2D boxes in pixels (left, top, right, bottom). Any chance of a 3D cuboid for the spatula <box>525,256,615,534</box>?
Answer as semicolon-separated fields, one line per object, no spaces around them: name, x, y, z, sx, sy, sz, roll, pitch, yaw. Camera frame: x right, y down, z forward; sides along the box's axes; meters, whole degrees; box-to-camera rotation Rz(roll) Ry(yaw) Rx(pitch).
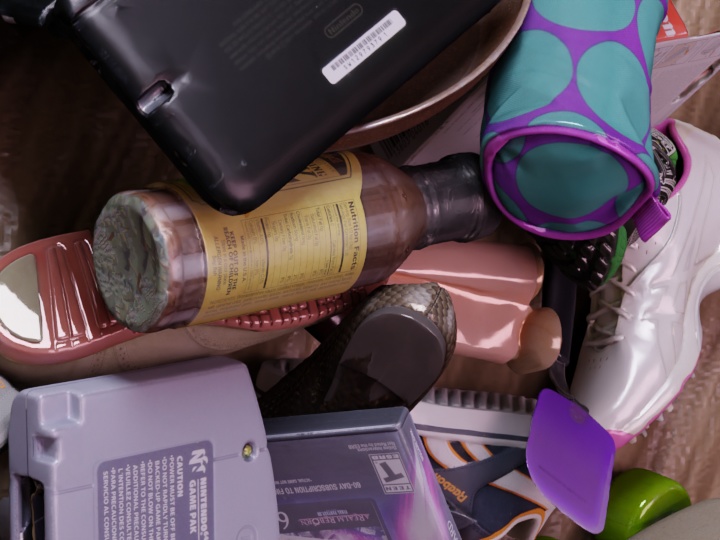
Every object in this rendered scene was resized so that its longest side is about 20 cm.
spatula;0.103;0.051;1.520;0.056;0.021;0.200;37;28;-24

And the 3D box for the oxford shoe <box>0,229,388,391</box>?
oxford shoe;-0.084;0.012;1.361;0.199;0.074;0.071;-7;65;-22

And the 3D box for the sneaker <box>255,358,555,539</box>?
sneaker;0.028;0.096;1.493;0.199;0.078;0.080;13;97;-35

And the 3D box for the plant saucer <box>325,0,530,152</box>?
plant saucer;-0.019;-0.113;1.360;0.200;0.200;0.037;-42;141;-30

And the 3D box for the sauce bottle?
sauce bottle;-0.023;-0.019;1.319;0.199;0.065;0.065;-12;103;-40

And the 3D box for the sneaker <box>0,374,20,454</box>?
sneaker;-0.205;0.123;1.277;0.079;0.074;0.201;32;72;-8

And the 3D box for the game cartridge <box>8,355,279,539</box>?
game cartridge;-0.094;0.142;1.328;0.133;0.041;0.201;-7;102;-39

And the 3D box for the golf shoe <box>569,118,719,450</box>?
golf shoe;0.148;0.007;1.601;0.092;0.075;0.201;44;60;-25

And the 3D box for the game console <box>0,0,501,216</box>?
game console;-0.062;-0.128;1.317;0.200;0.116;0.176;-42;93;-29

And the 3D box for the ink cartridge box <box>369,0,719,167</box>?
ink cartridge box;0.104;-0.106;1.512;0.199;0.109;0.051;-13;69;-40

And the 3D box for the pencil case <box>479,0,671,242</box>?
pencil case;0.107;-0.110;1.383;0.092;0.085;0.201;26;50;-17

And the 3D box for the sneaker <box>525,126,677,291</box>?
sneaker;0.115;-0.046;1.481;0.085;0.200;0.078;-42;92;3

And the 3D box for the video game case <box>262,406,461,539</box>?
video game case;-0.010;0.153;1.418;0.201;0.142;0.019;68;30;-28

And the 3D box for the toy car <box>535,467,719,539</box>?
toy car;0.182;0.235;1.605;0.157;0.164;0.201;-31;127;-35

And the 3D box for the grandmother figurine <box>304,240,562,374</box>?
grandmother figurine;0.000;0.000;1.452;0.199;0.122;0.061;9;132;-32

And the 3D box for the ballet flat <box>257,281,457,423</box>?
ballet flat;-0.015;0.064;1.395;0.067;0.200;0.046;33;43;-9

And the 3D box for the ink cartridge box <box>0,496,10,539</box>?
ink cartridge box;-0.145;0.187;1.358;0.200;0.067;0.116;-55;127;-23
